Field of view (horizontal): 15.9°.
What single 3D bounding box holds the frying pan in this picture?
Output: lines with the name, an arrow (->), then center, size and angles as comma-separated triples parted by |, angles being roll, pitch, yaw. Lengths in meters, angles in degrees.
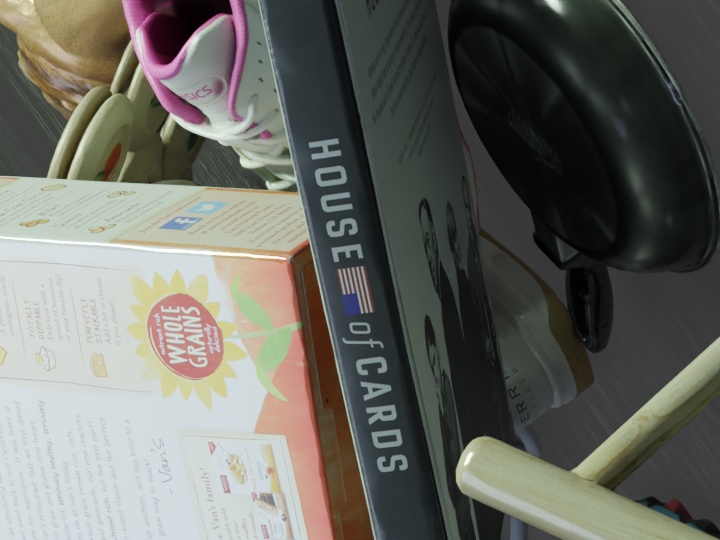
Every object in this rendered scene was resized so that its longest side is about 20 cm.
frying pan -> 0.054, -0.036, 0.774 | 0.115, 0.031, 0.190 | 55, 163, 6

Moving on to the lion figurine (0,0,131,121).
lion figurine -> -0.099, -0.117, 0.989 | 0.123, 0.072, 0.200 | 46, 160, 6

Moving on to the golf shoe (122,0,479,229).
golf shoe -> -0.029, -0.058, 0.820 | 0.075, 0.092, 0.201 | -9, 118, 41

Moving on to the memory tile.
memory tile -> -0.090, -0.010, 0.962 | 0.017, 0.154, 0.201 | 22, 130, 8

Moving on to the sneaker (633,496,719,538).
sneaker -> 0.106, 0.140, 0.853 | 0.080, 0.095, 0.200 | 61, 164, -20

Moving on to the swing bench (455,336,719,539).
swing bench -> 0.140, 0.113, 0.636 | 0.200, 0.130, 0.199 | 42, 160, 25

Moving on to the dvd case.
dvd case -> 0.011, -0.011, 0.713 | 0.150, 0.025, 0.201 | -68, -32, -70

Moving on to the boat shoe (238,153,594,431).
boat shoe -> 0.000, 0.000, 0.930 | 0.200, 0.069, 0.071 | 39, 161, 49

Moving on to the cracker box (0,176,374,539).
cracker box -> -0.080, 0.042, 0.840 | 0.199, 0.058, 0.135 | 4, 113, 32

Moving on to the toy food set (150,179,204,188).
toy food set -> -0.050, 0.076, 0.963 | 0.144, 0.060, 0.200 | 57, 161, 25

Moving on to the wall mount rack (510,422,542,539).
wall mount rack -> 0.014, 0.077, 1.052 | 0.174, 0.075, 0.200 | 51, 169, -22
